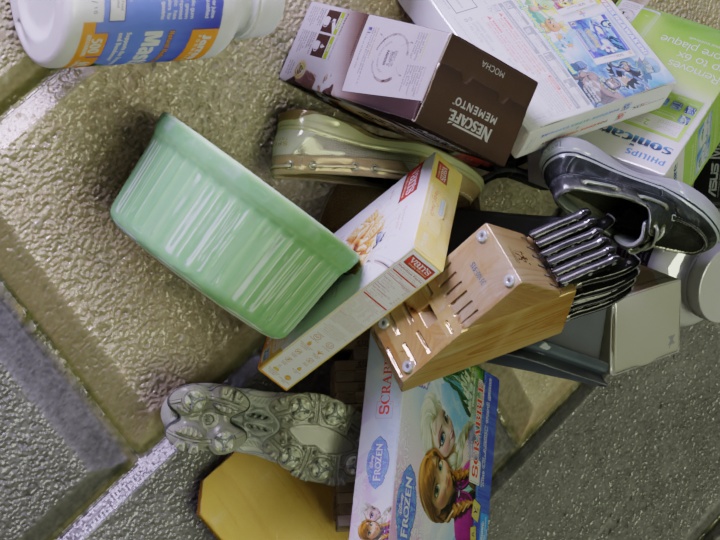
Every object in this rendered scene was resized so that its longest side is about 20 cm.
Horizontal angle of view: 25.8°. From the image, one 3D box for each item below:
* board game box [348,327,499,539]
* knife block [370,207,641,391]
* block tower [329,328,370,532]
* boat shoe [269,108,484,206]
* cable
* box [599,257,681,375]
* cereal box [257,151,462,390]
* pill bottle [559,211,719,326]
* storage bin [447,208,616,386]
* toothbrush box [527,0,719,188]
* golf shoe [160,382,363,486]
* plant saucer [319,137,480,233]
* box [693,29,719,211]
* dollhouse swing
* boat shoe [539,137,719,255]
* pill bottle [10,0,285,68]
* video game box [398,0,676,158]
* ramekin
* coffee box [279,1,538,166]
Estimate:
[{"bbox_3d":[0.062,0.170,1.416,0.199,0.041,0.201,31,61,-56],"label":"board game box"},{"bbox_3d":[0.132,0.027,1.317,0.200,0.064,0.175,-42,148,23],"label":"knife block"},{"bbox_3d":[0.001,0.146,1.447,0.058,0.054,0.201,-2,76,-7],"label":"block tower"},{"bbox_3d":[0.015,-0.086,1.405,0.200,0.073,0.063,18,76,-23],"label":"boat shoe"},{"bbox_3d":[0.139,-0.110,1.516,0.200,0.050,0.097,17,51,-35],"label":"cable"},{"bbox_3d":[0.211,0.027,1.535,0.095,0.200,0.078,-16,114,-32],"label":"box"},{"bbox_3d":[0.000,0.000,1.345,0.040,0.144,0.200,39,123,-18],"label":"cereal box"},{"bbox_3d":[0.294,-0.011,1.585,0.112,0.200,0.113,-13,112,-33],"label":"pill bottle"},{"bbox_3d":[0.134,0.017,1.445,0.145,0.200,0.135,19,82,-39],"label":"storage bin"},{"bbox_3d":[0.270,-0.153,1.517,0.200,0.145,0.086,-52,152,-28],"label":"toothbrush box"},{"bbox_3d":[-0.079,0.135,1.393,0.200,0.097,0.079,16,89,-14],"label":"golf shoe"},{"bbox_3d":[0.047,-0.026,1.501,0.200,0.035,0.201,-13,113,-34],"label":"plant saucer"},{"bbox_3d":[0.389,-0.126,1.639,0.160,0.044,0.200,48,49,-60],"label":"box"},{"bbox_3d":[-0.051,0.247,1.519,0.200,0.176,0.182,-41,167,-19],"label":"dollhouse swing"},{"bbox_3d":[0.241,-0.048,1.401,0.200,0.072,0.071,21,48,-23],"label":"boat shoe"},{"bbox_3d":[-0.162,-0.219,1.230,0.200,0.112,0.112,-9,110,-34],"label":"pill bottle"},{"bbox_3d":[0.161,-0.210,1.435,0.182,0.200,0.047,-21,155,-28],"label":"video game box"},{"bbox_3d":[-0.108,-0.032,1.284,0.200,0.200,0.098,37,89,-39],"label":"ramekin"},{"bbox_3d":[0.038,-0.161,1.343,0.113,0.200,0.080,23,90,-39],"label":"coffee box"}]
